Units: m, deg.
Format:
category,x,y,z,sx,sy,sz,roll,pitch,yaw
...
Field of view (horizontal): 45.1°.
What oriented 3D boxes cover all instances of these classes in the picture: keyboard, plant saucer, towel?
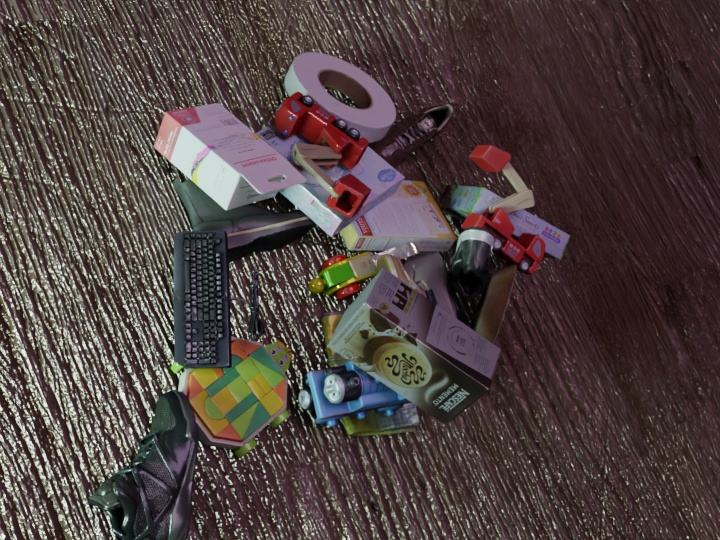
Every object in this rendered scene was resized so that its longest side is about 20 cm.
category,x,y,z,sx,sy,sz,roll,pitch,yaw
keyboard,-0.192,0.037,1.191,0.127,0.021,0.201,1,68,-15
plant saucer,0.205,0.080,1.413,0.035,0.200,0.201,19,54,6
towel,0.016,0.154,1.340,0.143,0.023,0.201,3,66,-34

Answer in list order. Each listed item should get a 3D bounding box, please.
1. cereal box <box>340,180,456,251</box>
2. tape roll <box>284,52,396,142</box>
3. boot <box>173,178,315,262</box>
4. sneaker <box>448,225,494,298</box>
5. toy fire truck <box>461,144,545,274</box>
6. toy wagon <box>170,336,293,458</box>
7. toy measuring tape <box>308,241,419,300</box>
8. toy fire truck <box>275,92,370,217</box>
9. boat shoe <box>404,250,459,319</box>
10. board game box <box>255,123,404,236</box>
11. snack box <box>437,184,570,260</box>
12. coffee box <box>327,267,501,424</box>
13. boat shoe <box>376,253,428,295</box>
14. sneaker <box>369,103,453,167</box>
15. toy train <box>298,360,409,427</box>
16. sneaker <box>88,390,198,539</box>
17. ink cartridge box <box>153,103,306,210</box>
category,x,y,z,sx,sy,sz,roll,pitch,yaw
cereal box,0.047,-0.095,1.445,0.199,0.040,0.144,1,48,-31
tape roll,-0.033,-0.296,1.478,0.202,0.037,0.203,22,38,-18
boot,-0.170,-0.098,1.308,0.200,0.077,0.139,-16,72,-40
sneaker,0.176,0.010,1.421,0.066,0.200,0.091,11,66,4
toy fire truck,0.242,-0.100,1.435,0.200,0.049,0.141,35,84,-21
toy wagon,-0.162,0.155,1.206,0.200,0.040,0.155,-38,91,-40
toy measuring tape,0.000,0.000,1.369,0.200,0.074,0.074,-20,80,-32
toy fire truck,-0.058,-0.180,1.316,0.200,0.049,0.141,36,40,3
boat shoe,0.123,0.057,1.442,0.093,0.074,0.200,65,13,-45
board game box,-0.058,-0.166,1.386,0.199,0.043,0.200,41,40,10
snack box,0.254,-0.087,1.544,0.200,0.142,0.053,25,86,-21
coffee box,0.073,0.105,1.168,0.200,0.113,0.080,34,44,-5
boat shoe,0.082,0.065,1.325,0.063,0.073,0.201,-22,93,-18
sneaker,0.093,-0.253,1.560,0.071,0.076,0.200,51,49,-3
toy train,0.011,0.165,1.243,0.199,0.114,0.087,-3,69,-36
sneaker,-0.265,0.240,1.069,0.114,0.076,0.200,18,63,-34
ink cartridge box,-0.189,-0.157,1.267,0.200,0.068,0.116,40,34,19
